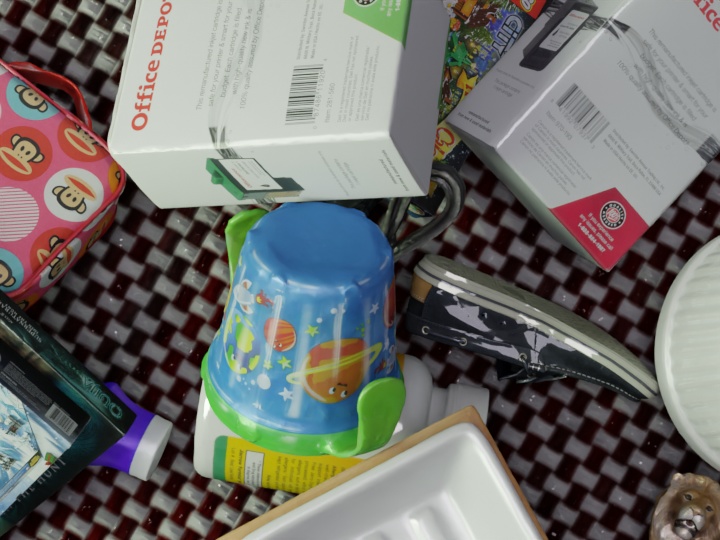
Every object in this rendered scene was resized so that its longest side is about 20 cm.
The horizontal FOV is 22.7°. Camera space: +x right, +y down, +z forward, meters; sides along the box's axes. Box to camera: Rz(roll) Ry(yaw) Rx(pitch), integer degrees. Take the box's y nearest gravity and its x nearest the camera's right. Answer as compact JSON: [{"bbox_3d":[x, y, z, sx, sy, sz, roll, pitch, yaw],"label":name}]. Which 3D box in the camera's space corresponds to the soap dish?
[{"bbox_3d":[0.023,0.203,1.167,0.200,0.081,0.157,-26,80,-16],"label":"soap dish"}]

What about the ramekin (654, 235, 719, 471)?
[{"bbox_3d":[0.320,0.056,1.263,0.200,0.105,0.200,2,83,-14],"label":"ramekin"}]

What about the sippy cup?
[{"bbox_3d":[-0.033,0.030,1.184,0.178,0.140,0.130,21,130,16],"label":"sippy cup"}]

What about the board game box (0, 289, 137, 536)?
[{"bbox_3d":[-0.270,0.114,1.268,0.135,0.028,0.200,44,121,-11],"label":"board game box"}]

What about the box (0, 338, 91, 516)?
[{"bbox_3d":[-0.300,0.081,1.217,0.200,0.040,0.137,43,120,-8],"label":"box"}]

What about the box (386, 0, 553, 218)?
[{"bbox_3d":[0.040,-0.158,1.298,0.137,0.038,0.200,32,78,-17],"label":"box"}]

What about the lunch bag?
[{"bbox_3d":[-0.274,-0.081,1.301,0.200,0.082,0.176,40,64,3],"label":"lunch bag"}]

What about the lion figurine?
[{"bbox_3d":[0.285,0.240,1.302,0.200,0.072,0.123,32,75,-11],"label":"lion figurine"}]

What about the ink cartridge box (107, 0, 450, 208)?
[{"bbox_3d":[-0.053,-0.125,1.196,0.200,0.084,0.146,-2,62,21],"label":"ink cartridge box"}]

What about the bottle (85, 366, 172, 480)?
[{"bbox_3d":[-0.236,0.092,1.305,0.200,0.084,0.065,23,51,3],"label":"bottle"}]

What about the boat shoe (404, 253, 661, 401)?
[{"bbox_3d":[0.123,0.054,1.304,0.200,0.075,0.062,23,101,-5],"label":"boat shoe"}]

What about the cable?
[{"bbox_3d":[0.000,0.000,1.284,0.200,0.050,0.097,-27,97,35],"label":"cable"}]

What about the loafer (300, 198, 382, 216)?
[{"bbox_3d":[-0.057,-0.118,1.323,0.070,0.068,0.201,-38,92,-9],"label":"loafer"}]

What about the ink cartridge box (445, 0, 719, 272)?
[{"bbox_3d":[0.185,-0.125,1.280,0.200,0.083,0.145,-47,119,-2],"label":"ink cartridge box"}]

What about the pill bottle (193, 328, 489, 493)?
[{"bbox_3d":[-0.012,0.109,1.285,0.200,0.113,0.113,9,87,2],"label":"pill bottle"}]
